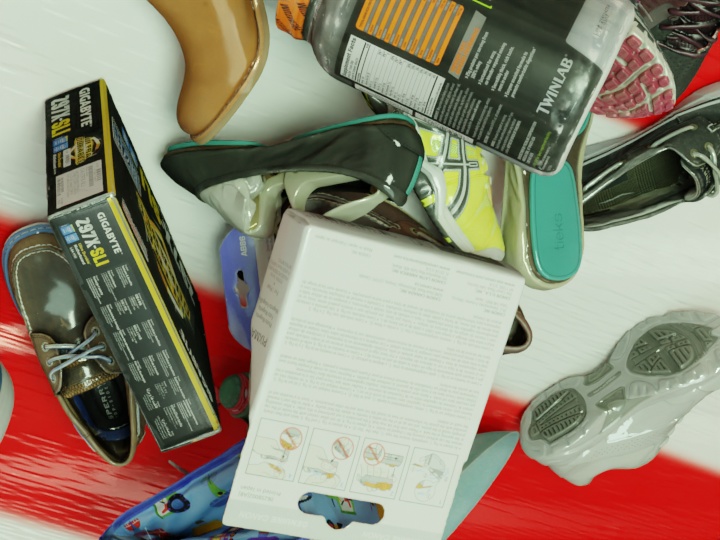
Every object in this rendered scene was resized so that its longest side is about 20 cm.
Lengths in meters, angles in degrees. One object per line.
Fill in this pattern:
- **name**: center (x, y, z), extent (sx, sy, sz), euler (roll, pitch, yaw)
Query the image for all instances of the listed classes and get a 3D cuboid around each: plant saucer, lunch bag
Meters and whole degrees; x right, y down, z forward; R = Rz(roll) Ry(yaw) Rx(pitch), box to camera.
- **plant saucer**: center (0.047, 0.192, 1.260), extent (0.201, 0.039, 0.201), euler (-44, 163, -17)
- **lunch bag**: center (-0.079, 0.187, 1.146), extent (0.200, 0.094, 0.150), euler (-23, 151, 29)

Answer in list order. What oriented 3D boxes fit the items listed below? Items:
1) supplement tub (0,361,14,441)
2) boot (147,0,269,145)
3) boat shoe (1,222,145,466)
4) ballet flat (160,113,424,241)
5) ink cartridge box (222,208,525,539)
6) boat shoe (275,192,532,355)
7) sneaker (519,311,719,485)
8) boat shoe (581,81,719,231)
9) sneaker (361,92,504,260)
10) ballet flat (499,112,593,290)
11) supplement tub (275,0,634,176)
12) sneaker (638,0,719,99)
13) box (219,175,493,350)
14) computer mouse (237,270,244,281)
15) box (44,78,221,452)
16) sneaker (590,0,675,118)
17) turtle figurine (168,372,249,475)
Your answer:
- **supplement tub**: center (-0.348, 0.063, 1.070), extent (0.145, 0.145, 0.200), euler (-34, 123, 10)
- **boot**: center (-0.126, -0.186, 1.001), extent (0.155, 0.077, 0.200), euler (14, 119, -20)
- **boat shoe**: center (-0.197, 0.057, 1.144), extent (0.072, 0.072, 0.200), euler (-22, 125, 1)
- **ballet flat**: center (-0.052, -0.059, 1.051), extent (0.200, 0.069, 0.068), euler (-6, 164, 31)
- **ink cartridge box**: center (0.002, 0.075, 1.035), extent (0.162, 0.057, 0.200), euler (13, 102, -24)
- **boat shoe**: center (0.033, 0.002, 1.097), extent (0.200, 0.072, 0.072), euler (33, 90, -11)
- **sneaker**: center (0.231, 0.107, 1.286), extent (0.200, 0.078, 0.099), euler (-30, 133, 16)
- **boat shoe**: center (0.235, -0.075, 1.159), extent (0.200, 0.071, 0.072), euler (-25, 124, 3)
- **sneaker**: center (0.058, -0.093, 1.083), extent (0.076, 0.075, 0.200), euler (-27, 107, 0)
- **ballet flat**: center (0.125, -0.087, 1.123), extent (0.069, 0.069, 0.200), euler (4, 92, -16)
- **supplement tub**: center (0.056, -0.151, 0.983), extent (0.200, 0.123, 0.123), euler (27, 117, 5)
- **sneaker**: center (0.226, -0.181, 1.062), extent (0.076, 0.116, 0.200), euler (2, 122, -15)
- **box**: center (0.000, 0.000, 1.148), extent (0.200, 0.041, 0.119), euler (-7, 98, -6)
- **computer mouse**: center (0.003, 0.004, 1.181), extent (0.200, 0.034, 0.059), euler (3, 123, -14)
- **box**: center (-0.153, -0.004, 1.062), extent (0.049, 0.160, 0.200), euler (-20, 124, -1)
- **sneaker**: center (0.151, -0.181, 1.051), extent (0.081, 0.075, 0.200), euler (-12, 127, 44)
- **turtle figurine**: center (-0.042, 0.119, 1.206), extent (0.200, 0.101, 0.150), euler (19, 132, -37)
